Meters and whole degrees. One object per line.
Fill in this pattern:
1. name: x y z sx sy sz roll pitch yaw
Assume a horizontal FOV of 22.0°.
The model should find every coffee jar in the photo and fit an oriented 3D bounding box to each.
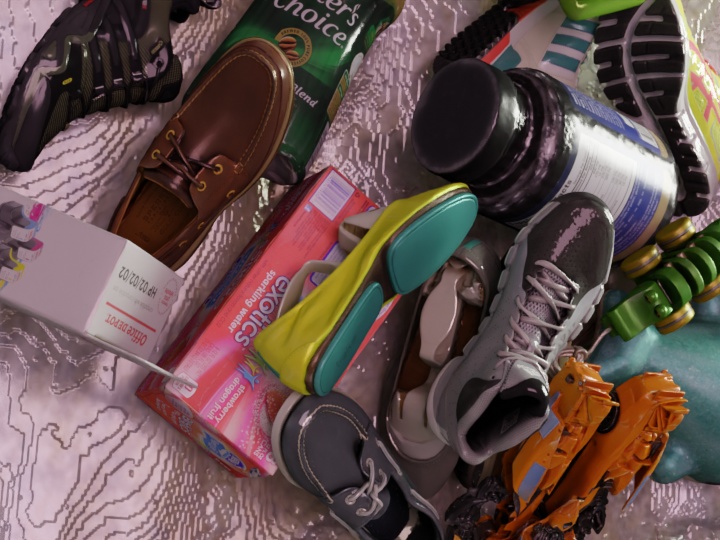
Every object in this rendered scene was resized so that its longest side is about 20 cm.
1. coffee jar: -0.040 -0.170 1.346 0.104 0.085 0.201 27 73 5

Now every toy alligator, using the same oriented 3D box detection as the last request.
1. toy alligator: 0.215 0.016 1.330 0.199 0.054 0.060 -37 98 -28

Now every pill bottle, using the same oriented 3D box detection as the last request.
1. pill bottle: 0.134 -0.081 1.355 0.199 0.111 0.113 22 75 -41

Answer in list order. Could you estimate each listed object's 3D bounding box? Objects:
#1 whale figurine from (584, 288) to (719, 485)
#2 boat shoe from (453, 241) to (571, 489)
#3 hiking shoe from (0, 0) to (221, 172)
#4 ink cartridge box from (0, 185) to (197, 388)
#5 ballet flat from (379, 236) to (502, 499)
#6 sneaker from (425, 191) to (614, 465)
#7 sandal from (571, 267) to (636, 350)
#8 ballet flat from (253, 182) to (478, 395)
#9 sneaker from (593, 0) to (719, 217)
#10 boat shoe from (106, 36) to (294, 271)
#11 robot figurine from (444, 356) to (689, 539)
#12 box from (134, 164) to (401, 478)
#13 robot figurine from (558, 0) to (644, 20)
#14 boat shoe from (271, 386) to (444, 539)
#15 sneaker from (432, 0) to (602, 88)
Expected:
1. whale figurine: 0.255 0.084 1.397 0.199 0.103 0.161 30 71 -34
2. boat shoe: 0.122 0.069 1.359 0.073 0.076 0.202 9 113 -14
3. hiking shoe: -0.176 -0.141 1.302 0.100 0.076 0.201 34 72 -9
4. ink cartridge box: -0.193 0.002 1.206 0.198 0.115 0.068 23 84 17
5. ballet flat: 0.049 0.073 1.332 0.067 0.064 0.202 18 102 17
6. sneaker: 0.121 0.047 1.244 0.075 0.116 0.201 28 99 -13
7. sandal: 0.149 0.034 1.409 0.199 0.057 0.081 -5 85 -21
8. ballet flat: 0.000 0.000 1.252 0.067 0.067 0.200 26 58 26
9. sneaker: 0.241 -0.148 1.445 0.090 0.077 0.202 -44 126 -43
10. boat shoe: -0.112 -0.068 1.263 0.072 0.068 0.201 38 113 4
11. robot figurine: 0.145 0.154 1.334 0.144 0.058 0.201 8 123 -34
12. box: -0.054 0.038 1.313 0.102 0.095 0.201 39 72 -11
13. robot figurine: 0.156 -0.288 1.355 0.115 0.175 0.202 -16 82 -18
14. boat shoe: 0.004 0.144 1.282 0.073 0.061 0.200 -51 141 -15
15. sneaker: 0.146 -0.171 1.440 0.199 0.070 0.094 -39 116 -23
